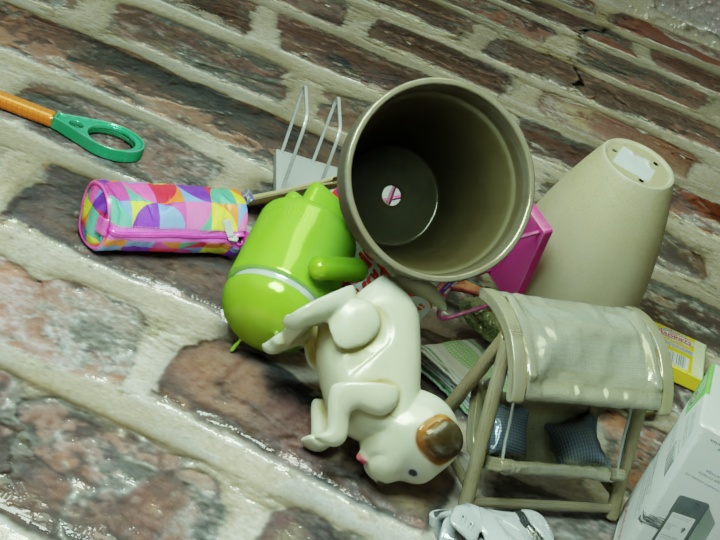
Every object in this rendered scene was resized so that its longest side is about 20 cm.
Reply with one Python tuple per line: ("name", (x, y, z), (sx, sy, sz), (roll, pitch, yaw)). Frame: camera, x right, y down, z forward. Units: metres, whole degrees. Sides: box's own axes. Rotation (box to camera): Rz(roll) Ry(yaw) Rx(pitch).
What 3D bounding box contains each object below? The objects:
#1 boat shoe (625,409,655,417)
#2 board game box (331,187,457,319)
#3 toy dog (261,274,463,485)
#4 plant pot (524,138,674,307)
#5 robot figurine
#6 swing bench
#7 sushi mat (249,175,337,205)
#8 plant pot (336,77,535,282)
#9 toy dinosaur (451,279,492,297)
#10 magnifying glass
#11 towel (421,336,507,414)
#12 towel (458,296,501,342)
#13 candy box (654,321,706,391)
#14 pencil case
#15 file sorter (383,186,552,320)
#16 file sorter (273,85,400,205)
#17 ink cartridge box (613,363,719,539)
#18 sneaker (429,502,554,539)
("boat shoe", (0.322, 0.091, 1.757), (0.073, 0.063, 0.201), (1, 40, -18))
("board game box", (0.000, 0.000, 1.610), (0.046, 0.152, 0.200), (38, 7, -47))
("toy dog", (0.020, 0.118, 1.406), (0.194, 0.140, 0.200), (-23, 81, -31))
("plant pot", (0.287, -0.052, 1.704), (0.187, 0.200, 0.188), (15, 39, -13))
("robot figurine", (-0.077, 0.003, 1.538), (0.116, 0.175, 0.200), (43, 53, -27))
("swing bench", (0.195, 0.136, 1.446), (0.198, 0.200, 0.130), (7, 30, -28))
("sushi mat", (-0.071, -0.099, 1.765), (0.200, 0.012, 0.096), (-9, -2, 43))
("plant pot", (0.056, -0.083, 1.463), (0.199, 0.201, 0.173), (15, -7, -15))
("toy dinosaur", (0.079, 0.011, 1.782), (0.181, 0.105, 0.200), (37, 62, 10))
("magnifying glass", (-0.373, -0.187, 1.825), (0.199, 0.022, 0.080), (19, 26, -4))
("towel", (0.166, 0.119, 1.650), (0.200, 0.031, 0.149), (-7, 39, -45))
("towel", (0.221, 0.088, 1.694), (0.148, 0.037, 0.200), (-2, 32, -43))
("candy box", (0.354, 0.087, 1.859), (0.199, 0.026, 0.102), (25, 26, 5))
("pencil case", (-0.220, -0.060, 1.633), (0.199, 0.089, 0.088), (1, 33, -33))
("file sorter", (0.105, -0.061, 1.667), (0.125, 0.139, 0.200), (-16, 57, -26))
("file sorter", (-0.004, -0.149, 1.920), (0.199, 0.125, 0.139), (17, 27, -12))
("ink cartridge box", (0.329, 0.215, 1.401), (0.084, 0.200, 0.146), (28, 27, 7))
("sneaker", (0.126, 0.278, 1.272), (0.115, 0.075, 0.200), (13, 22, -16))
